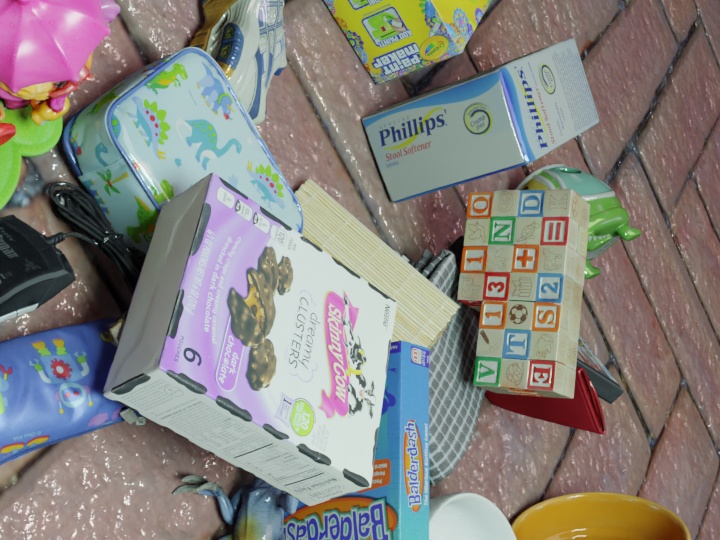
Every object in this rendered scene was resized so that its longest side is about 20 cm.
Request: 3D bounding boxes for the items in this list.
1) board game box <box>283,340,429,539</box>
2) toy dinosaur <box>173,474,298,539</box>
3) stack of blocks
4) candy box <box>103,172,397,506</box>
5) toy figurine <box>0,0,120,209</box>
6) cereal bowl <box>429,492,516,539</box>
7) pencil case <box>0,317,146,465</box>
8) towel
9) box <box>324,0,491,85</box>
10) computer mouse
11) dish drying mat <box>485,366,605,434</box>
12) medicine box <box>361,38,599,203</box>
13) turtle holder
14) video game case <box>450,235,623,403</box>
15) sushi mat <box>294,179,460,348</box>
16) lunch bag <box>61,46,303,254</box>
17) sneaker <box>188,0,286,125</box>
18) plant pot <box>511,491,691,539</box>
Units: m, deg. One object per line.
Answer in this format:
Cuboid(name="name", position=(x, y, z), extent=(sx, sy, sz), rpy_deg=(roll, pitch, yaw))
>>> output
Cuboid(name="board game box", position=(-0.010, 0.172, 0.937), extent=(0.045, 0.151, 0.202), rpy_deg=(19, 65, -46))
Cuboid(name="toy dinosaur", position=(-0.098, 0.210, 0.909), extent=(0.182, 0.104, 0.201), rpy_deg=(-71, 166, -46))
Cuboid(name="stack of blocks", position=(0.162, 0.023, 1.093), extent=(0.058, 0.114, 0.202), rpy_deg=(23, 71, -56))
Cuboid(name="candy box", position=(-0.071, 0.055, 0.801), extent=(0.199, 0.071, 0.169), rpy_deg=(35, 47, -32))
Cuboid(name="toy figurine", position=(-0.226, -0.138, 0.716), extent=(0.200, 0.183, 0.151), rpy_deg=(-29, 92, -55))
Cuboid(name="cereal bowl", position=(0.080, 0.321, 1.059), extent=(0.199, 0.083, 0.202), rpy_deg=(19, 65, -48))
Cuboid(name="pencil case", position=(-0.226, 0.089, 0.749), extent=(0.199, 0.078, 0.087), rpy_deg=(-14, 64, -51))
Cuboid(name="towel", position=(0.064, 0.092, 1.106), extent=(0.166, 0.085, 0.201), rpy_deg=(56, 42, -25))
Cuboid(name="box", position=(0.050, -0.351, 1.188), extent=(0.193, 0.121, 0.201), rpy_deg=(55, 43, -25))
Cuboid(name="computer mouse", position=(-0.229, 0.018, 0.764), extent=(0.140, 0.046, 0.200), rpy_deg=(40, 33, 9))
Cuboid(name="dish drying mat", position=(0.190, 0.128, 1.170), extent=(0.018, 0.200, 0.077), rpy_deg=(-27, 103, -24))
Cuboid(name="medicine box", position=(0.136, -0.166, 1.191), extent=(0.200, 0.181, 0.104), rpy_deg=(-31, 103, -50))
Cuboid(name="turtle holder", position=(0.242, -0.055, 1.349), extent=(0.184, 0.141, 0.132), rpy_deg=(-24, 70, -18))
Cuboid(name="video game case", position=(0.207, 0.057, 1.259), extent=(0.199, 0.026, 0.181), rpy_deg=(31, 20, -43))
Cuboid(name="sushi mat", position=(0.000, 0.000, 1.031), extent=(0.200, 0.012, 0.096), rpy_deg=(41, 48, 2))
Cuboid(name="lunch bag", position=(-0.140, -0.073, 0.901), extent=(0.201, 0.082, 0.161), rpy_deg=(60, 42, -21))
Cuboid(name="sneaker", position=(-0.105, -0.227, 1.013), extent=(0.088, 0.075, 0.202), rpy_deg=(45, 53, -49))
Cuboid(name="plant pot", position=(0.270, 0.378, 1.210), extent=(0.200, 0.199, 0.185), rpy_deg=(-26, 115, -51))
